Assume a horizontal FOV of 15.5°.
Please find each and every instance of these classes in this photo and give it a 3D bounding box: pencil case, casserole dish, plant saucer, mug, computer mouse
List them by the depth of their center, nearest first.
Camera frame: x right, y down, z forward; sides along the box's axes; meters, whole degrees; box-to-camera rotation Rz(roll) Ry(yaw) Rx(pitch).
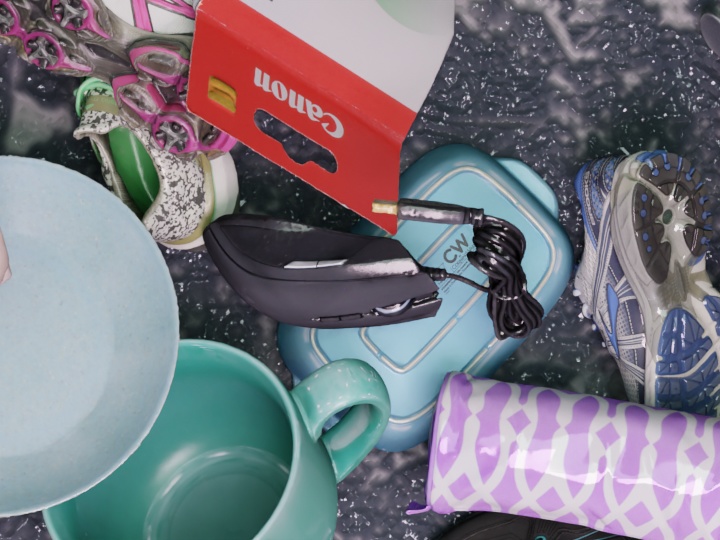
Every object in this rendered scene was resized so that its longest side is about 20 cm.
[{"bbox_3d":[-0.199,0.038,1.459,0.200,0.039,0.202,1,77,-2],"label":"plant saucer"},{"bbox_3d":[0.000,0.000,1.460,0.199,0.141,0.046,11,66,10],"label":"computer mouse"},{"bbox_3d":[-0.074,0.130,1.481,0.184,0.115,0.153,1,63,19],"label":"mug"},{"bbox_3d":[0.131,0.113,1.500,0.199,0.084,0.086,11,102,7],"label":"pencil case"},{"bbox_3d":[0.041,0.015,1.559,0.121,0.039,0.200,43,83,-3],"label":"casserole dish"}]

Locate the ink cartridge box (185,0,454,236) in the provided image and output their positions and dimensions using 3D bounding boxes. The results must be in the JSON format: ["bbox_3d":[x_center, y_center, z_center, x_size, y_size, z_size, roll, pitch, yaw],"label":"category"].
[{"bbox_3d":[-0.019,-0.141,1.476,0.161,0.050,0.201,30,44,-32],"label":"ink cartridge box"}]

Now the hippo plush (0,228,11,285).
[{"bbox_3d":[-0.281,-0.058,1.376,0.160,0.159,0.201,-17,72,-8],"label":"hippo plush"}]

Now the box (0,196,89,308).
[{"bbox_3d":[-0.250,-0.002,1.515,0.199,0.060,0.117,11,86,-6],"label":"box"}]

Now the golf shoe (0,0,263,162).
[{"bbox_3d":[-0.139,-0.145,1.464,0.200,0.073,0.092,38,40,-8],"label":"golf shoe"}]

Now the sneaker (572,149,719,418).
[{"bbox_3d":[0.170,0.020,1.560,0.077,0.085,0.201,-21,112,-31],"label":"sneaker"}]

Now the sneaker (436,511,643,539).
[{"bbox_3d":[0.137,0.171,1.542,0.199,0.079,0.076,-2,89,-5],"label":"sneaker"}]

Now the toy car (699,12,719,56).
[{"bbox_3d":[0.252,-0.075,1.532,0.157,0.164,0.201,-32,82,-7],"label":"toy car"}]

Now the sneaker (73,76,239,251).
[{"bbox_3d":[-0.134,-0.102,1.507,0.077,0.089,0.201,-23,89,27],"label":"sneaker"}]
